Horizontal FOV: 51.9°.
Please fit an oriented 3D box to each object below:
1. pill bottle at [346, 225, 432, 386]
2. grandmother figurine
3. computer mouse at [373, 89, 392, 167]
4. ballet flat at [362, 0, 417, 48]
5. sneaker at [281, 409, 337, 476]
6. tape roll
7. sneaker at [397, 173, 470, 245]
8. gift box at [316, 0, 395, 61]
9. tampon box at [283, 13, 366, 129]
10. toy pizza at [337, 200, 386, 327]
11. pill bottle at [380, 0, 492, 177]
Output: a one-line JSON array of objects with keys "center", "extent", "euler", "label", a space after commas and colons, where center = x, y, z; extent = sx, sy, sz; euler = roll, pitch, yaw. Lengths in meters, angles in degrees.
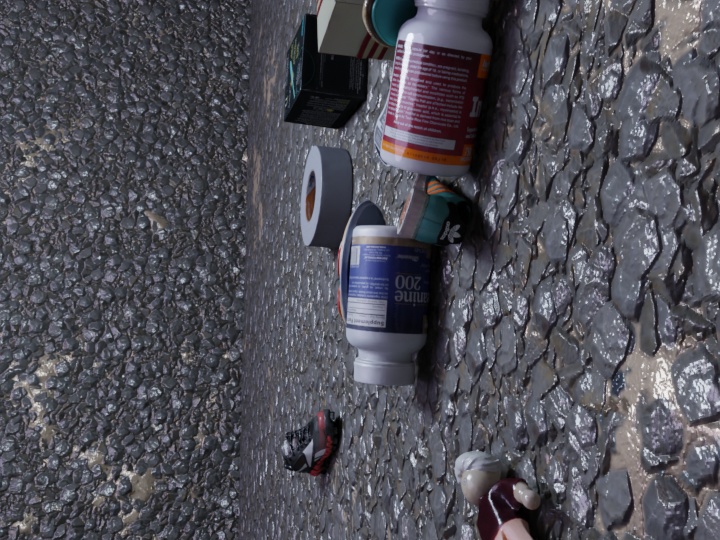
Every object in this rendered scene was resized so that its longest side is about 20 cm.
[{"center": [0.037, 0.046, 0.984], "extent": [0.111, 0.108, 0.205], "euler": [180, 94, -74], "label": "pill bottle"}, {"center": [0.137, 0.245, 0.683], "extent": [0.201, 0.059, 0.123], "euler": [-116, 42, -56], "label": "grandmother figurine"}, {"center": [0.066, -0.230, 1.050], "extent": [0.111, 0.043, 0.201], "euler": [62, 153, 23], "label": "computer mouse"}, {"center": [0.046, -0.307, 0.900], "extent": [0.065, 0.199, 0.071], "euler": [40, 110, 26], "label": "ballet flat"}, {"center": [-0.103, 0.338, 1.443], "extent": [0.202, 0.096, 0.072], "euler": [112, 158, -45], "label": "sneaker"}, {"center": [-0.072, -0.149, 1.504], "extent": [0.200, 0.065, 0.205], "euler": [-175, 90, -74], "label": "tape roll"}, {"center": [0.092, -0.069, 0.903], "extent": [0.200, 0.078, 0.073], "euler": [-69, 0, -71], "label": "sneaker"}, {"center": [0.023, -0.423, 1.016], "extent": [0.187, 0.180, 0.205], "euler": [137, 129, -70], "label": "gift box"}, {"center": [-0.072, -0.384, 1.448], "extent": [0.200, 0.123, 0.154], "euler": [162, 112, -74], "label": "tampon box"}, {"center": [0.000, 0.000, 1.083], "extent": [0.200, 0.031, 0.205], "euler": [4, -90, -70], "label": "toy pizza"}, {"center": [0.090, -0.219, 0.854], "extent": [0.113, 0.110, 0.204], "euler": [-126, 42, -66], "label": "pill bottle"}]
